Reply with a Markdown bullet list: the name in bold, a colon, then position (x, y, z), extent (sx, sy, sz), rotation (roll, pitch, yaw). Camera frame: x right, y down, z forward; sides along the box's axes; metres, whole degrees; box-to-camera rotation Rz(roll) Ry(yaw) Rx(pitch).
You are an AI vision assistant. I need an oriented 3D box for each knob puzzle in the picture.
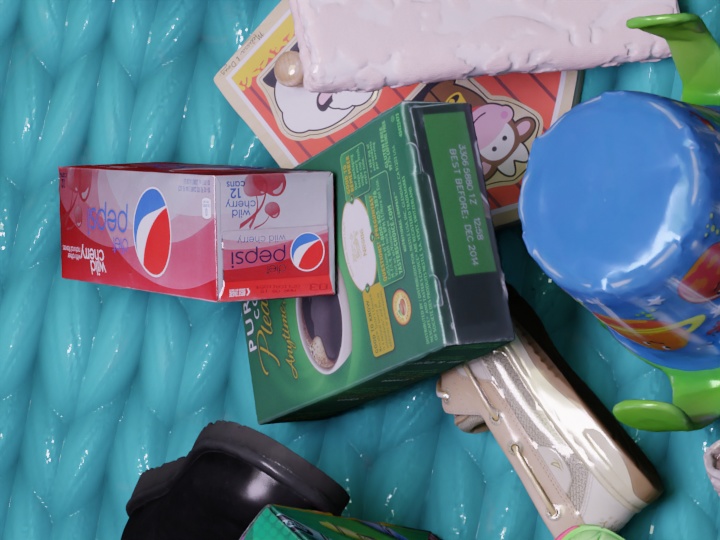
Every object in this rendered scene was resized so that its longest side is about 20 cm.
- **knob puzzle**: position (0.032, -0.102, 1.310), extent (0.219, 0.030, 0.221), rotation (-6, 77, 25)

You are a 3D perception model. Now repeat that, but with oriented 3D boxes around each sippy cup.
- **sippy cup**: position (0.144, -0.025, 1.175), extent (0.140, 0.130, 0.178), rotation (-40, 61, 18)

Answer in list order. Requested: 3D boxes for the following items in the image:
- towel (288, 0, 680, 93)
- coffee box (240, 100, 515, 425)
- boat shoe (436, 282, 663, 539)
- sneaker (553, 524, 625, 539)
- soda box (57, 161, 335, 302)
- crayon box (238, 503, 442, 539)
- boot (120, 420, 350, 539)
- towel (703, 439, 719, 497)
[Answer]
- **towel**: position (0.050, -0.184, 1.255), extent (0.199, 0.032, 0.192), rotation (-8, 70, -16)
- **coffee box**: position (0.000, 0.000, 1.234), extent (0.200, 0.044, 0.123), rotation (-29, 68, 58)
- **boat shoe**: position (0.067, 0.054, 1.240), extent (0.065, 0.072, 0.200), rotation (-43, 70, 11)
- **sneaker**: position (0.085, 0.219, 1.190), extent (0.084, 0.077, 0.200), rotation (31, 109, 4)
- **soda box**: position (-0.089, -0.022, 1.274), extent (0.200, 0.070, 0.064), rotation (6, 99, 61)
- **crayon box**: position (-0.017, 0.181, 1.180), extent (0.058, 0.200, 0.119), rotation (40, 98, 25)
- **boot**: position (-0.088, 0.170, 1.222), extent (0.079, 0.211, 0.158), rotation (31, 65, -11)
- **towel**: position (0.261, 0.125, 1.095), extent (0.199, 0.133, 0.035), rotation (3, 54, 27)
